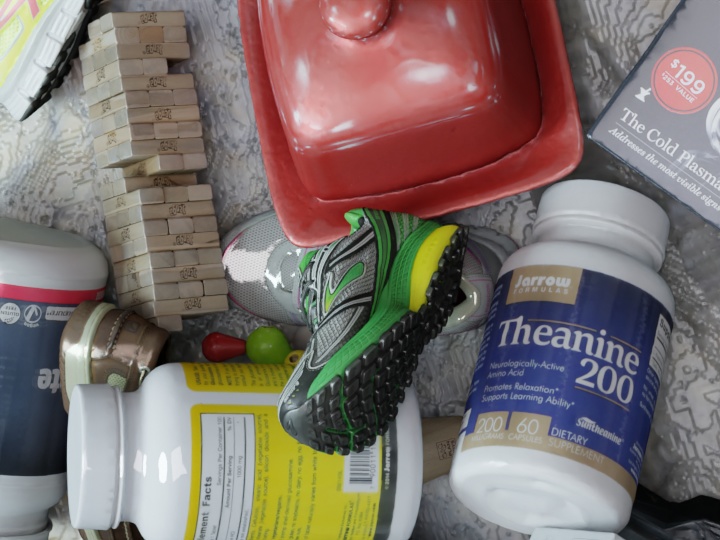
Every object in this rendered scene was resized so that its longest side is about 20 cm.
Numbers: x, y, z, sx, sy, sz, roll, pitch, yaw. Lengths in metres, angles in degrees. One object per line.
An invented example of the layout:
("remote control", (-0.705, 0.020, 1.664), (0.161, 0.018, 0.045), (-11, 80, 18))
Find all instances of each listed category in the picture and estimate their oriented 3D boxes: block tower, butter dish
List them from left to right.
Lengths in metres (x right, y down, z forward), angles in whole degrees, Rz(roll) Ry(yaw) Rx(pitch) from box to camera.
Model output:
("block tower", (-0.129, -0.059, 1.741), (0.058, 0.054, 0.201), (-5, 84, -31))
("butter dish", (0.014, -0.139, 1.665), (0.199, 0.148, 0.200), (-15, 71, 12))

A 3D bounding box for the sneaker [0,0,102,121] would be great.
("sneaker", (-0.199, -0.196, 1.740), (0.090, 0.078, 0.200), (32, 105, 3))

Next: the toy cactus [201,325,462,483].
("toy cactus", (-0.013, 0.122, 1.747), (0.165, 0.102, 0.201), (-14, 84, 1))

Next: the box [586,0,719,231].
("box", (0.269, -0.099, 1.662), (0.200, 0.104, 0.182), (35, 99, 5))

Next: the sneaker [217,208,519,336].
("sneaker", (0.000, 0.000, 1.727), (0.199, 0.088, 0.082), (1, 95, 10))

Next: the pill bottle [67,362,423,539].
("pill bottle", (-0.070, 0.111, 1.642), (0.199, 0.112, 0.113), (2, 96, -12))

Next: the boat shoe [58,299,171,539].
("boat shoe", (-0.139, 0.111, 1.731), (0.075, 0.075, 0.203), (10, 134, 16))

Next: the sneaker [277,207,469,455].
("sneaker", (-0.006, 0.035, 1.609), (0.085, 0.200, 0.078), (15, 126, 14))

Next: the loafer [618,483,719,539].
("loafer", (0.163, 0.167, 1.724), (0.199, 0.073, 0.073), (18, 103, 9))

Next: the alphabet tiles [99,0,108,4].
("alphabet tiles", (-0.196, -0.264, 1.776), (0.199, 0.015, 0.196), (-20, 91, 12))

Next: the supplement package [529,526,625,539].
("supplement package", (0.136, 0.273, 1.600), (0.156, 0.111, 0.200), (34, 77, -16))

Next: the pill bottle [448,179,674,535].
("pill bottle", (0.127, 0.052, 1.666), (0.111, 0.111, 0.201), (11, 66, 9))

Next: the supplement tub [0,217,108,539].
("supplement tub", (-0.242, 0.071, 1.751), (0.140, 0.140, 0.201), (12, 97, 9))
